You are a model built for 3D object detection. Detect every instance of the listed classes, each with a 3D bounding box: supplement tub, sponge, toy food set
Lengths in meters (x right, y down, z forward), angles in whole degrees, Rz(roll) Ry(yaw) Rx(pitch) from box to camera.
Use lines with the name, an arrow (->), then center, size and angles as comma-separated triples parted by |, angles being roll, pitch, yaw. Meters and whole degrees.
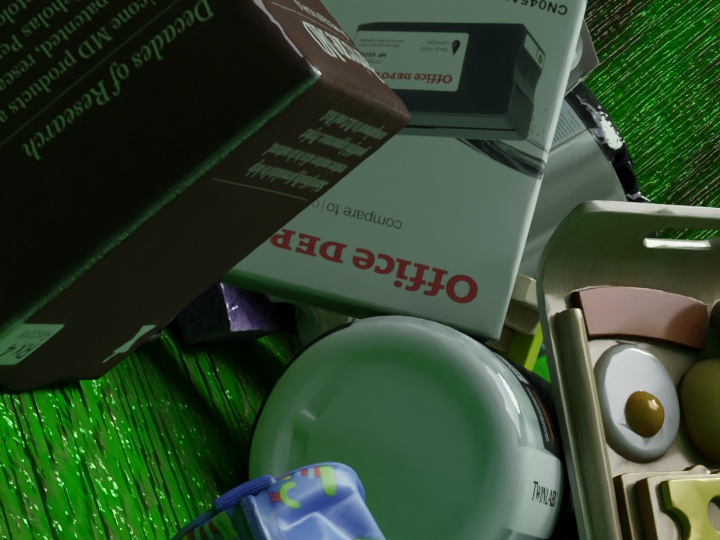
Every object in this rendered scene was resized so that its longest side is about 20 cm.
supplement tub -> 0.038, 0.093, 1.050 | 0.123, 0.123, 0.200 | 54, 9, 19
sponge -> -0.086, -0.062, 1.158 | 0.112, 0.030, 0.200 | -2, 75, -78
toy food set -> 0.158, 0.071, 1.016 | 0.143, 0.060, 0.200 | 2, 72, -37

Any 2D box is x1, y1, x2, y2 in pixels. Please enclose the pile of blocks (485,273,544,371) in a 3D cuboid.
pile of blocks -> 0.063, 0.036, 1.187 | 0.082, 0.062, 0.200 | 20, -3, 5

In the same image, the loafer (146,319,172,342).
loafer -> -0.133, -0.061, 1.006 | 0.200, 0.063, 0.072 | 50, 8, -7

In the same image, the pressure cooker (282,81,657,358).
pressure cooker -> 0.044, -0.017, 1.370 | 0.176, 0.200, 0.179 | 25, -40, 58

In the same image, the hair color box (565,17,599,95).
hair color box -> 0.006, -0.108, 1.216 | 0.200, 0.111, 0.064 | 13, -43, 42

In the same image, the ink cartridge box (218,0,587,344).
ink cartridge box -> 0.015, -0.078, 1.055 | 0.145, 0.200, 0.084 | 14, -3, 2

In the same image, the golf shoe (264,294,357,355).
golf shoe -> 0.000, 0.000, 1.181 | 0.200, 0.092, 0.075 | 59, 15, -61

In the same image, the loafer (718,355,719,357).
loafer -> 0.143, 0.100, 1.088 | 0.063, 0.072, 0.200 | 109, -29, -74

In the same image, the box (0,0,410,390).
box -> -0.117, -0.086, 0.842 | 0.200, 0.164, 0.166 | 52, 8, 8

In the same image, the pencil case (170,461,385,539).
pencil case -> 0.008, 0.150, 0.774 | 0.200, 0.078, 0.087 | 55, -14, 34
